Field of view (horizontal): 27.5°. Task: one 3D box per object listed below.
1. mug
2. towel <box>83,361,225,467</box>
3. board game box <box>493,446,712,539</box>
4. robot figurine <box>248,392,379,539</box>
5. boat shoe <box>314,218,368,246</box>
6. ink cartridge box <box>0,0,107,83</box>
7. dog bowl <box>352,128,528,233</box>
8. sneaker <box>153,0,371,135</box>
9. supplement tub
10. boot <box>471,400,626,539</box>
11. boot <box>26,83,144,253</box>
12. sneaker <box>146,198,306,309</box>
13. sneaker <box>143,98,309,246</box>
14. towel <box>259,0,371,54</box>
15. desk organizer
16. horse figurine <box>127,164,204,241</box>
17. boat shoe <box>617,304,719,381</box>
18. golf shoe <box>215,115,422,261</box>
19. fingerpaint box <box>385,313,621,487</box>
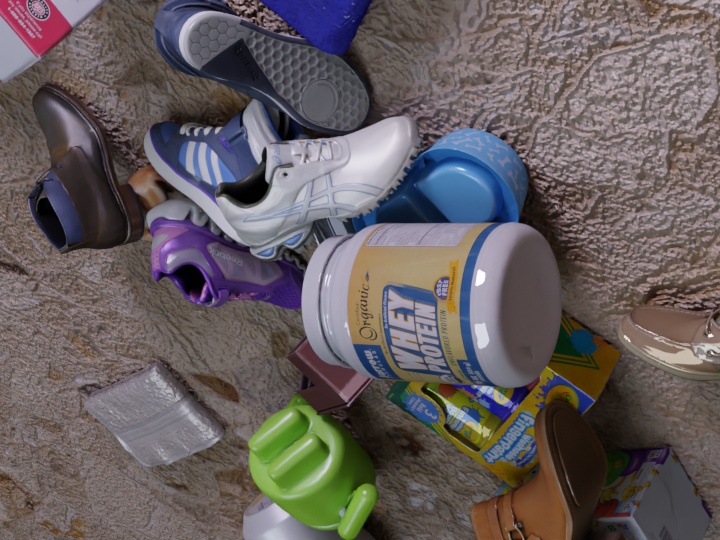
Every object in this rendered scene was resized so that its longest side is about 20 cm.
[{"bbox_3d":[-0.080,0.345,1.839,0.187,0.149,0.153,-27,102,42],"label":"mug"},{"bbox_3d":[-0.272,0.192,1.913,0.133,0.034,0.200,47,141,-13],"label":"towel"},{"bbox_3d":[0.241,0.259,1.526,0.200,0.103,0.105,-12,119,44],"label":"board game box"},{"bbox_3d":[-0.054,0.228,1.688,0.175,0.116,0.200,48,177,34],"label":"robot figurine"},{"bbox_3d":[-0.002,0.001,1.477,0.068,0.074,0.199,-3,125,43],"label":"boat shoe"},{"bbox_3d":[-0.284,-0.287,1.303,0.145,0.200,0.083,50,144,-16],"label":"ink cartridge box"},{"bbox_3d":[0.077,-0.064,1.369,0.111,0.050,0.200,46,142,-11],"label":"dog bowl"},{"bbox_3d":[-0.096,-0.193,1.357,0.202,0.077,0.146,24,-177,-31],"label":"sneaker"},{"bbox_3d":[0.063,0.029,1.313,0.200,0.145,0.145,0,129,32],"label":"supplement tub"},{"bbox_3d":[0.173,0.223,1.438,0.155,0.077,0.200,-9,111,48],"label":"boot"},{"bbox_3d":[-0.314,-0.107,1.551,0.200,0.097,0.075,57,134,10],"label":"boot"},{"bbox_3d":[-0.142,0.006,1.543,0.200,0.088,0.080,27,144,-28],"label":"sneaker"},{"bbox_3d":[-0.122,-0.132,1.451,0.200,0.081,0.146,44,118,31],"label":"sneaker"},{"bbox_3d":[-0.033,-0.289,1.232,0.148,0.050,0.200,41,143,6],"label":"towel"},{"bbox_3d":[-0.033,0.096,1.539,0.077,0.072,0.200,44,167,-2],"label":"desk organizer"},{"bbox_3d":[-0.221,-0.063,1.602,0.133,0.050,0.200,37,143,-8],"label":"horse figurine"},{"bbox_3d":[0.327,0.058,1.290,0.200,0.071,0.065,13,130,16],"label":"boat shoe"},{"bbox_3d":[-0.040,-0.087,1.328,0.200,0.078,0.097,-34,130,16],"label":"golf shoe"},{"bbox_3d":[0.138,0.108,1.476,0.167,0.073,0.200,35,142,2],"label":"fingerpaint box"}]
